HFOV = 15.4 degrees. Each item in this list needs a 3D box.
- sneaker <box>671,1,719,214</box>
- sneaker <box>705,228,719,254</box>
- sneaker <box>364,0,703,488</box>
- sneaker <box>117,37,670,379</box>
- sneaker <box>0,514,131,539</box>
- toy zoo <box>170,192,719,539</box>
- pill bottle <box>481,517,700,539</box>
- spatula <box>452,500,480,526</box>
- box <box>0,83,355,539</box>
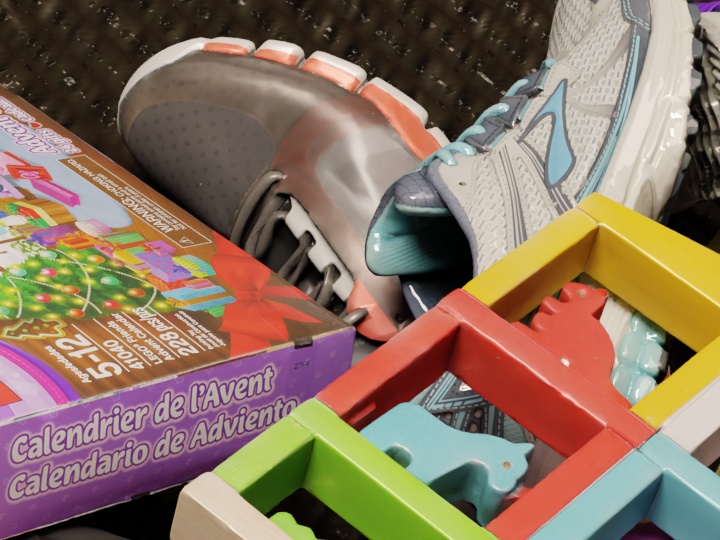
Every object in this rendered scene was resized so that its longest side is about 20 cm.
[{"bbox_3d":[0.143,-0.063,0.894,0.099,0.070,0.200,-16,6,-6],"label":"sneaker"},{"bbox_3d":[0.191,0.040,0.878,0.200,0.078,0.090,30,38,27],"label":"sneaker"},{"bbox_3d":[0.049,-0.024,0.779,0.086,0.078,0.200,13,47,-3],"label":"sneaker"},{"bbox_3d":[0.000,0.000,0.828,0.200,0.077,0.082,31,46,11],"label":"sneaker"},{"bbox_3d":[-0.039,0.112,0.679,0.200,0.070,0.090,29,42,11],"label":"sneaker"},{"bbox_3d":[0.067,0.050,0.660,0.131,0.020,0.200,36,45,21],"label":"toy zoo"},{"bbox_3d":[0.112,0.110,0.712,0.200,0.112,0.112,-7,47,-26],"label":"pill bottle"},{"bbox_3d":[0.042,0.076,0.788,0.200,0.057,0.021,35,65,2],"label":"spatula"},{"bbox_3d":[-0.116,0.003,0.747,0.137,0.039,0.200,-15,34,-38],"label":"box"}]
